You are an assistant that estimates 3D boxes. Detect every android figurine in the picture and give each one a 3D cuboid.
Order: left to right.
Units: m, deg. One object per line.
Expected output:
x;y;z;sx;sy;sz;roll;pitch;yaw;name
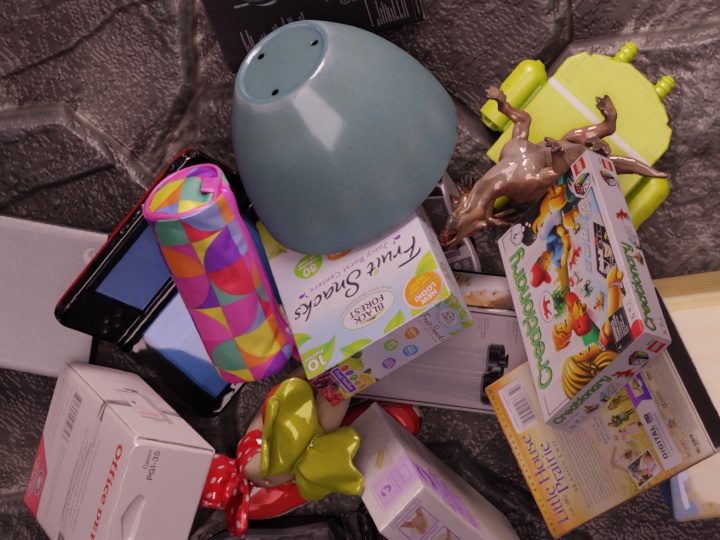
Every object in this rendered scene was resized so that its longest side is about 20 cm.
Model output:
0.200;-0.114;1.661;0.182;0.041;0.200;40;99;1;android figurine

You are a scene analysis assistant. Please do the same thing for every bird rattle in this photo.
-0.063;0.153;1.620;0.112;0.200;0.164;37;55;-12;bird rattle

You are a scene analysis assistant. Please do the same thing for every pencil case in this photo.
-0.119;0.005;1.611;0.088;0.089;0.201;-22;123;5;pencil case

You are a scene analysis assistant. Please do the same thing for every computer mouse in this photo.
-0.063;0.280;1.713;0.197;0.053;0.140;-1;96;-7;computer mouse
0.057;-0.060;1.671;0.109;0.044;0.202;-16;99;20;computer mouse

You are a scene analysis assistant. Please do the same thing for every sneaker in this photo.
-0.036;0.168;1.680;0.199;0.085;0.078;-29;92;6;sneaker

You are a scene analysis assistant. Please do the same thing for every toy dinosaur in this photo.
0.162;-0.081;1.609;0.198;0.086;0.136;0;134;-16;toy dinosaur

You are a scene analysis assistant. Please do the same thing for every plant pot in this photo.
-0.034;-0.134;1.566;0.199;0.201;0.135;-34;132;6;plant pot

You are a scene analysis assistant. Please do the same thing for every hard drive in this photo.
-0.338;0.019;1.714;0.198;0.033;0.141;10;95;3;hard drive

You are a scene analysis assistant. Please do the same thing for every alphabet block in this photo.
0.352;0.098;1.593;0.198;0.196;0.198;-6;96;4;alphabet block

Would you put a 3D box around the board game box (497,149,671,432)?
0.181;0.015;1.505;0.034;0.201;0.126;19;131;-30;board game box

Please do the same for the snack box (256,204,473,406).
0.000;0.000;1.570;0.141;0.201;0.053;-32;135;11;snack box

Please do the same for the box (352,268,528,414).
0.081;0.062;1.647;0.198;0.060;0.118;6;123;9;box

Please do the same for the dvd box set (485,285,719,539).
0.203;0.122;1.533;0.200;0.029;0.147;-38;71;43;dvd box set

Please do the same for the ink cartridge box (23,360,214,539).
-0.219;0.185;1.629;0.082;0.200;0.148;13;100;-31;ink cartridge box

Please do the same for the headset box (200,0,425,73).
-0.061;-0.281;1.594;0.198;0.175;0.093;-16;51;5;headset box

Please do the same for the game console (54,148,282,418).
-0.147;0.016;1.663;0.119;0.172;0.200;43;96;26;game console

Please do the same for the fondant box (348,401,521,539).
0.076;0.223;1.610;0.058;0.144;0.200;-45;120;7;fondant box
